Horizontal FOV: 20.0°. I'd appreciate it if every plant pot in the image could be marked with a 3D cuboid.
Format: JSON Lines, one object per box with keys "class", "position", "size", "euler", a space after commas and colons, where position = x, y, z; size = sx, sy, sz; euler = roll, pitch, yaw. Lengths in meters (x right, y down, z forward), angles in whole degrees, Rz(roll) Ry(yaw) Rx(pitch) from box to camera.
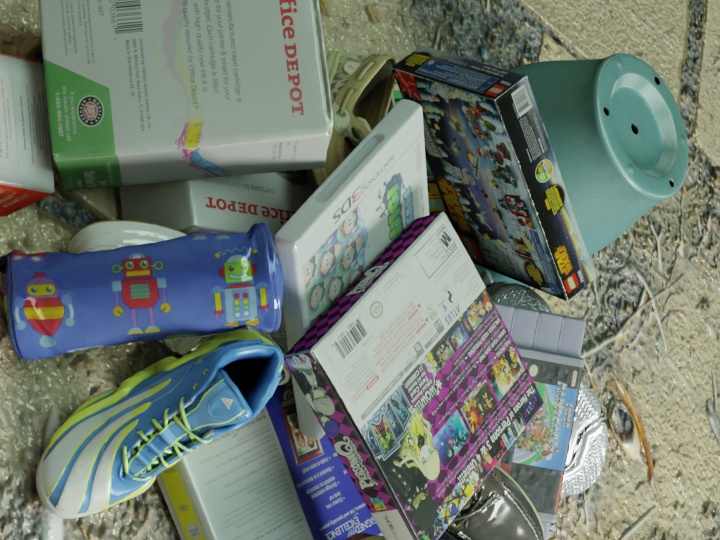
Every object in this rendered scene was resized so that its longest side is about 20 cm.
{"class": "plant pot", "position": [0.181, -0.101, 1.824], "size": [0.199, 0.187, 0.202], "euler": [20, 61, -41]}

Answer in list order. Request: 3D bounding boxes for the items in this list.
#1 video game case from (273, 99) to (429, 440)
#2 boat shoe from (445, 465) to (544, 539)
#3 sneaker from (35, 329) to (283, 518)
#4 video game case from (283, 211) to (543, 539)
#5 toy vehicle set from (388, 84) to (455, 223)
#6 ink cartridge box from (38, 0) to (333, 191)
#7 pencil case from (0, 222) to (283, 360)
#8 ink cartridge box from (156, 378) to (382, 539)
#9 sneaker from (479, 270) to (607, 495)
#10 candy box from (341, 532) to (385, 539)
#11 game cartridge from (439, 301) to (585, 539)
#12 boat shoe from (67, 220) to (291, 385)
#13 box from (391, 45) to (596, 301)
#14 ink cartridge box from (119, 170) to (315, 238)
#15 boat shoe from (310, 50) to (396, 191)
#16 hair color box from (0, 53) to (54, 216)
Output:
{"class": "video game case", "position": [0.000, 0.000, 1.548], "size": [0.182, 0.024, 0.201], "euler": [-49, 147, -38]}
{"class": "boat shoe", "position": [0.070, 0.169, 1.603], "size": [0.201, 0.072, 0.066], "euler": [46, 8, -15]}
{"class": "sneaker", "position": [-0.135, 0.100, 1.418], "size": [0.200, 0.105, 0.076], "euler": [-37, 95, -23]}
{"class": "video game case", "position": [0.045, 0.083, 1.527], "size": [0.200, 0.036, 0.182], "euler": [-46, 114, -44]}
{"class": "toy vehicle set", "position": [0.005, -0.094, 1.723], "size": [0.199, 0.026, 0.125], "euler": [-5, 77, -37]}
{"class": "ink cartridge box", "position": [-0.126, -0.144, 1.468], "size": [0.198, 0.088, 0.147], "euler": [-6, 75, -4]}
{"class": "pencil case", "position": [-0.153, 0.015, 1.427], "size": [0.198, 0.087, 0.079], "euler": [-6, 83, -6]}
{"class": "ink cartridge box", "position": [-0.060, 0.175, 1.557], "size": [0.197, 0.047, 0.201], "euler": [-22, 93, -51]}
{"class": "sneaker", "position": [0.150, 0.091, 1.762], "size": [0.115, 0.075, 0.201], "euler": [-125, -170, -72]}
{"class": "candy box", "position": [-0.011, 0.306, 1.500], "size": [0.115, 0.055, 0.202], "euler": [-12, 103, -52]}
{"class": "game cartridge", "position": [0.109, 0.128, 1.665], "size": [0.129, 0.038, 0.202], "euler": [10, 89, -2]}
{"class": "boat shoe", "position": [-0.125, 0.027, 1.503], "size": [0.199, 0.071, 0.070], "euler": [24, 45, -26]}
{"class": "box", "position": [0.109, -0.080, 1.665], "size": [0.040, 0.137, 0.201], "euler": [-37, 123, -21]}
{"class": "ink cartridge box", "position": [-0.114, -0.107, 1.582], "size": [0.146, 0.083, 0.202], "euler": [7, 68, -47]}
{"class": "boat shoe", "position": [-0.006, -0.115, 1.613], "size": [0.201, 0.062, 0.074], "euler": [-87, 166, -49]}
{"class": "hair color box", "position": [-0.307, -0.105, 1.388], "size": [0.199, 0.061, 0.102], "euler": [11, 66, -46]}
